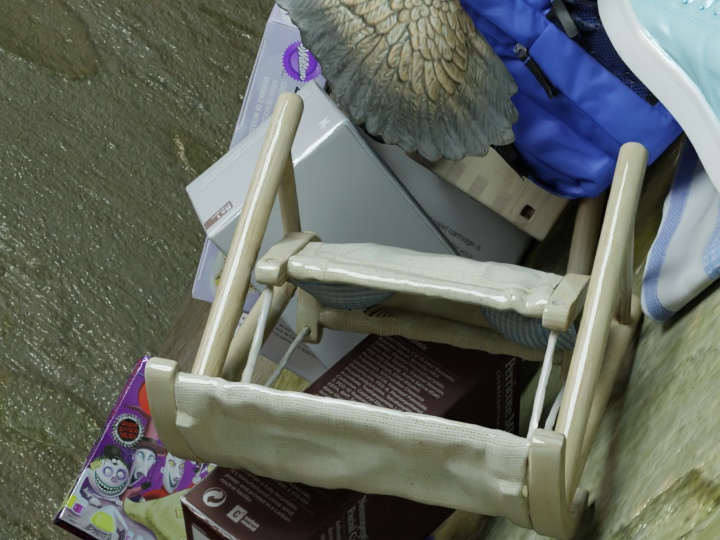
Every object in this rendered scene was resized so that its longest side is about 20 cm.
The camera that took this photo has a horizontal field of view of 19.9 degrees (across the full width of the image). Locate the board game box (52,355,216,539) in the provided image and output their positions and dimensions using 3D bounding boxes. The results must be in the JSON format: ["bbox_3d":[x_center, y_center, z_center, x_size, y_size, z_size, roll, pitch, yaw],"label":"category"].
[{"bbox_3d":[-0.082,0.156,1.314,0.121,0.199,0.032,-64,11,-23],"label":"board game box"}]

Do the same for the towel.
[{"bbox_3d":[0.205,-0.072,1.006,0.200,0.024,0.148,-49,15,51],"label":"towel"}]

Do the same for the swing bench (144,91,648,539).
[{"bbox_3d":[0.025,0.035,1.011,0.130,0.197,0.201,83,-157,-49],"label":"swing bench"}]

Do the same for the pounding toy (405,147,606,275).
[{"bbox_3d":[0.123,-0.091,1.260,0.185,0.142,0.200,-58,-1,9],"label":"pounding toy"}]

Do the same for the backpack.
[{"bbox_3d":[0.105,-0.151,1.100,0.168,0.200,0.163,-47,0,14],"label":"backpack"}]

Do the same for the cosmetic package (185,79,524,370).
[{"bbox_3d":[0.000,0.000,1.202,0.107,0.200,0.090,-38,24,2],"label":"cosmetic package"}]

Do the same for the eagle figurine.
[{"bbox_3d":[0.015,-0.171,0.979,0.151,0.200,0.152,-38,-24,-19],"label":"eagle figurine"}]

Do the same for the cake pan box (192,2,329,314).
[{"bbox_3d":[-0.050,-0.098,1.320,0.184,0.052,0.202,-81,7,-67],"label":"cake pan box"}]

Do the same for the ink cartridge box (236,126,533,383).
[{"bbox_3d":[0.022,-0.005,1.413,0.201,0.144,0.084,-61,7,-3],"label":"ink cartridge box"}]

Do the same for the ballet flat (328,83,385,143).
[{"bbox_3d":[0.029,-0.141,1.250,0.068,0.068,0.200,-61,-2,28],"label":"ballet flat"}]

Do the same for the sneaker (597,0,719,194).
[{"bbox_3d":[0.177,-0.102,0.929,0.082,0.073,0.201,-61,40,32],"label":"sneaker"}]

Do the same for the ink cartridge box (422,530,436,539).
[{"bbox_3d":[-0.021,0.226,1.126,0.201,0.043,0.198,-58,23,6],"label":"ink cartridge box"}]

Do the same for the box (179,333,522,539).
[{"bbox_3d":[0.000,0.109,1.099,0.200,0.075,0.101,-42,-32,-30],"label":"box"}]
